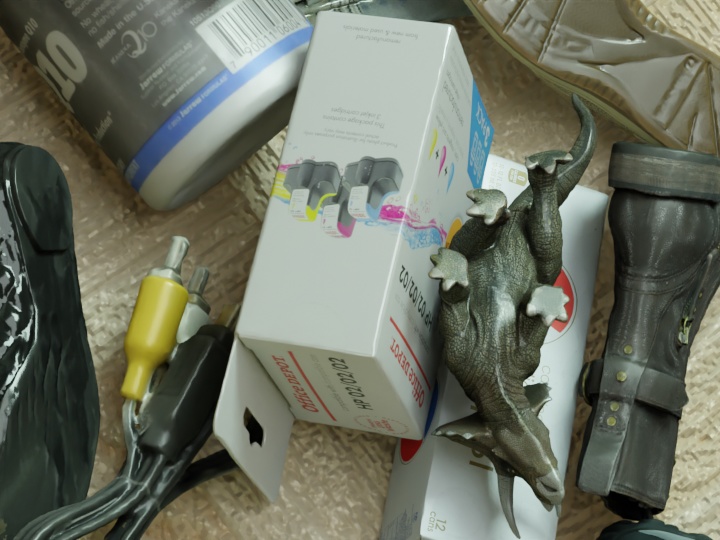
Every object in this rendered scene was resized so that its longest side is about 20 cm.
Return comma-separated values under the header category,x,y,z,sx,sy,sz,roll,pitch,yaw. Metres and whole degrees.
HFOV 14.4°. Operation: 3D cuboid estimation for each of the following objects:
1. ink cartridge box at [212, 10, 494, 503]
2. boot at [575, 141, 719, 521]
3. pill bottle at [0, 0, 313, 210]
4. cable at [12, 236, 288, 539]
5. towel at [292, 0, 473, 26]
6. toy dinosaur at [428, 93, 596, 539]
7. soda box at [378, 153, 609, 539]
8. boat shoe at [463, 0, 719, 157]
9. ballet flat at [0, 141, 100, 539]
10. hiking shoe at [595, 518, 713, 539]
category,x,y,z,sx,sy,sz,roll,pitch,yaw
ink cartridge box,0.000,0.000,1.277,0.068,0.115,0.201,8,71,16
boot,0.141,0.032,1.362,0.069,0.200,0.175,8,89,21
pill bottle,-0.114,-0.137,1.324,0.114,0.114,0.200,-37,85,-29
cable,-0.098,0.087,1.276,0.097,0.050,0.200,52,58,-36
towel,-0.008,-0.209,1.442,0.192,0.035,0.201,-17,76,-27
toy dinosaur,0.063,0.007,1.281,0.077,0.102,0.201,7,56,-4
soda box,0.063,0.052,1.344,0.068,0.064,0.201,18,64,-14
boat shoe,0.111,-0.117,1.427,0.200,0.065,0.071,41,82,-11
ballet flat,-0.156,0.040,1.281,0.066,0.057,0.201,16,65,-47
hiking shoe,0.175,0.201,1.318,0.200,0.074,0.087,45,59,1
